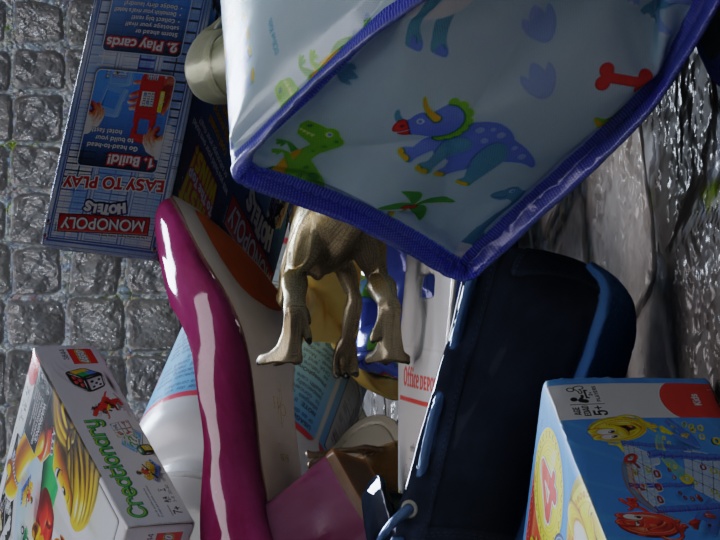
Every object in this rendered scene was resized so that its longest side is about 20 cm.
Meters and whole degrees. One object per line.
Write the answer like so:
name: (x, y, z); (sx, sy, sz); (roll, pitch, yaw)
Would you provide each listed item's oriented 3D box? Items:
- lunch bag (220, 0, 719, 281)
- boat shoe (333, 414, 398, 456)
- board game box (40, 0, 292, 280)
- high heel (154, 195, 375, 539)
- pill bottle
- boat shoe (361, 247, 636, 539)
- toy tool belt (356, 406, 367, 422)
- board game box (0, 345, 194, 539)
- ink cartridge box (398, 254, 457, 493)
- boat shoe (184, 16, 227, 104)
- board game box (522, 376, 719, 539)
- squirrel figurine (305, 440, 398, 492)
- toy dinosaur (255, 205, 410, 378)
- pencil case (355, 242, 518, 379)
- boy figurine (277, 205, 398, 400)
lunch bag: (0.050, -0.126, 0.729); (0.200, 0.127, 0.171); (-45, 39, 34)
boat shoe: (0.036, 0.159, 1.111); (0.063, 0.073, 0.201); (38, -156, -40)
board game box: (-0.084, -0.068, 1.095); (0.200, 0.061, 0.201); (69, -148, -58)
high heel: (-0.065, 0.061, 0.952); (0.067, 0.096, 0.200); (32, -157, -51)
pill bottle: (-0.058, 0.079, 1.216); (0.109, 0.108, 0.200); (99, -171, -46)
boat shoe: (0.033, 0.089, 0.785); (0.201, 0.068, 0.084); (-66, -23, -11)
toy tool belt: (-0.032, 0.179, 1.277); (0.123, 0.124, 0.201); (55, -145, -32)
board game box: (-0.131, 0.151, 1.002); (0.126, 0.034, 0.201); (53, 134, 47)
ink cartridge box: (0.055, 0.086, 0.876); (0.116, 0.067, 0.201); (-179, 89, -81)
boat shoe: (-0.013, -0.124, 1.067); (0.200, 0.062, 0.072); (-31, -66, -57)
board game box: (0.089, 0.166, 0.676); (0.196, 0.056, 0.201); (-106, 18, -62)
squirrel figurine: (-0.017, 0.170, 1.002); (0.186, 0.141, 0.201); (-25, 50, 36)
toy dinosaur: (-0.010, -0.013, 0.889); (0.200, 0.058, 0.102); (146, 125, -73)
pencil case: (0.033, -0.050, 0.996); (0.087, 0.078, 0.201); (27, -118, -81)
boy figurine: (0.000, 0.000, 1.132); (0.064, 0.124, 0.200); (49, 162, 30)
